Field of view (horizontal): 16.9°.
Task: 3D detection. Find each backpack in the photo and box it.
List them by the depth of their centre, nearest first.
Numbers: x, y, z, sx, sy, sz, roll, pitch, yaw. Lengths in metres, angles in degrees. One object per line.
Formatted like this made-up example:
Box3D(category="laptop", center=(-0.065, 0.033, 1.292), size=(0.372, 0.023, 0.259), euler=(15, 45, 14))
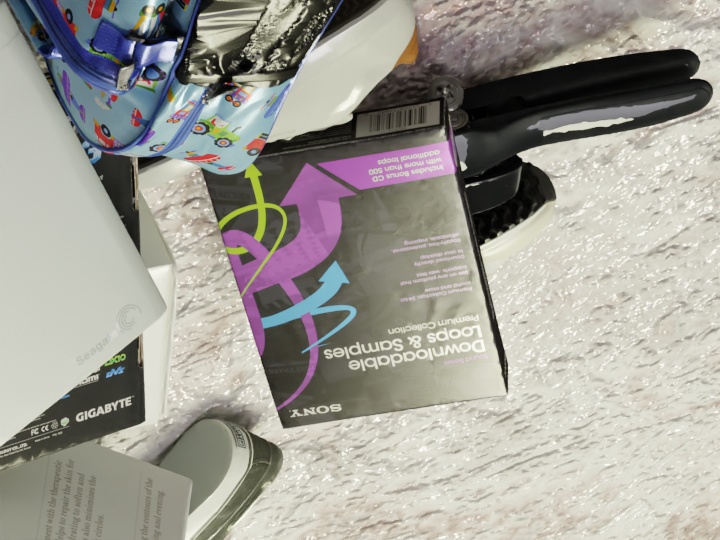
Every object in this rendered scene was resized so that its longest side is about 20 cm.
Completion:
Box3D(category="backpack", center=(-0.099, -0.142, 1.136), size=(0.134, 0.183, 0.200), euler=(-11, 147, -33))

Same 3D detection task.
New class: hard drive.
Box3D(category="hard drive", center=(-0.187, -0.018, 1.186), size=(0.132, 0.026, 0.200), euler=(-39, 128, -19))

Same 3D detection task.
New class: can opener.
Box3D(category="can opener", center=(0.107, -0.093, 1.422), size=(0.200, 0.063, 0.079), euler=(-19, 145, -5))

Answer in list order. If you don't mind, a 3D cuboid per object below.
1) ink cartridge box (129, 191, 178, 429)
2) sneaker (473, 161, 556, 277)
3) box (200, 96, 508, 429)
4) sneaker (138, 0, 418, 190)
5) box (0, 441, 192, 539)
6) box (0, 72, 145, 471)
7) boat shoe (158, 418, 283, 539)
Box3D(category="ink cartridge box", center=(-0.213, 0.035, 1.368), size=(0.200, 0.083, 0.145), euler=(-11, 141, -19))
Box3D(category="sneaker", center=(0.039, -0.001, 1.498), size=(0.200, 0.070, 0.093), euler=(-30, 147, 13))
Box3D(category="box", center=(0.000, 0.000, 1.412), size=(0.143, 0.036, 0.200), euler=(-9, 127, 9))
Box3D(category="sneaker", center=(-0.054, -0.088, 1.322), size=(0.200, 0.073, 0.085), euler=(-29, 142, 2))
Box3D(category="box", center=(-0.221, 0.225, 1.465), size=(0.171, 0.199, 0.200), euler=(23, 127, -17))
Box3D(category="box", center=(-0.205, 0.010, 1.231), size=(0.200, 0.050, 0.199), euler=(-17, 118, -33))
Box3D(category="boat shoe", center=(-0.130, 0.181, 1.617), size=(0.200, 0.071, 0.064), euler=(-44, 140, 20))
